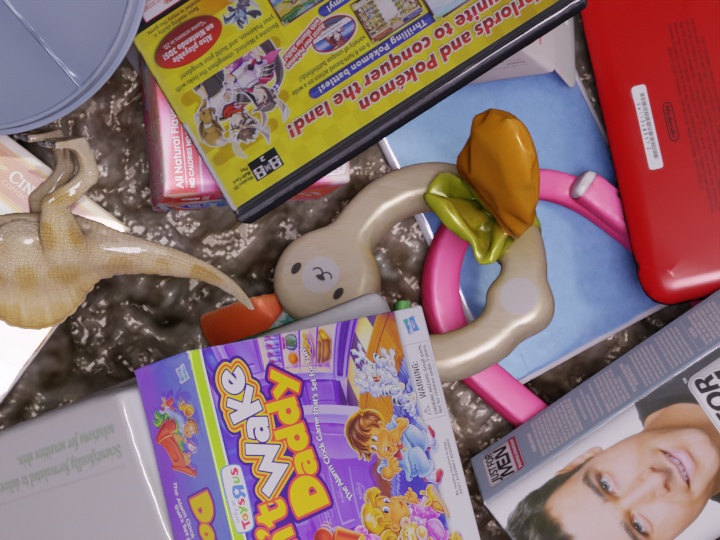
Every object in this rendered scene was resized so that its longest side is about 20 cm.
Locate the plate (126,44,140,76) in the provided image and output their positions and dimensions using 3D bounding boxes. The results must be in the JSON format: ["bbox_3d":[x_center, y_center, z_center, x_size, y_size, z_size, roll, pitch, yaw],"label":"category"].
[{"bbox_3d":[-0.084,-0.218,1.003,0.200,0.032,0.200,-39,94,-11],"label":"plate"}]

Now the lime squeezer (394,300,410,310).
[{"bbox_3d":[0.049,0.119,1.007,0.070,0.038,0.201,-30,92,-12],"label":"lime squeezer"}]

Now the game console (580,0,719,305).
[{"bbox_3d":[0.232,-0.085,1.038,0.171,0.119,0.202,-13,79,9],"label":"game console"}]

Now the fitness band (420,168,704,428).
[{"bbox_3d":[0.129,0.030,1.016,0.200,0.037,0.144,39,80,-6],"label":"fitness band"}]

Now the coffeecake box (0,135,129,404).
[{"bbox_3d":[-0.244,0.013,0.934,0.153,0.073,0.201,37,80,-7],"label":"coffeecake box"}]

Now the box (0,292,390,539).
[{"bbox_3d":[-0.071,0.144,0.873,0.171,0.198,0.201,-22,91,-41],"label":"box"}]

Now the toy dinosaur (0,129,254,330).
[{"bbox_3d":[-0.157,-0.019,0.900,0.198,0.058,0.102,-4,102,-5],"label":"toy dinosaur"}]

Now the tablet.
[{"bbox_3d":[0.094,-0.045,1.038,0.130,0.014,0.201,-27,93,-12],"label":"tablet"}]

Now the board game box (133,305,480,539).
[{"bbox_3d":[-0.010,0.126,0.766,0.134,0.045,0.201,-10,83,-41],"label":"board game box"}]

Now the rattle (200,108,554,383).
[{"bbox_3d":[0.000,0.000,0.927,0.198,0.143,0.131,-10,85,4],"label":"rattle"}]

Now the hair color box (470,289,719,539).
[{"bbox_3d":[0.171,0.096,0.965,0.199,0.061,0.099,-35,108,9],"label":"hair color box"}]

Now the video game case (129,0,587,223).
[{"bbox_3d":[-0.020,-0.152,0.856,0.199,0.025,0.181,-32,84,7],"label":"video game case"}]

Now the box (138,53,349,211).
[{"bbox_3d":[-0.070,-0.137,0.937,0.102,0.095,0.202,-4,88,-10],"label":"box"}]

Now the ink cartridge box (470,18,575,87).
[{"bbox_3d":[0.055,-0.175,0.970,0.067,0.200,0.117,-6,75,28],"label":"ink cartridge box"}]

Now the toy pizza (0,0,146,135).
[{"bbox_3d":[-0.193,-0.165,0.857,0.199,0.032,0.202,5,112,12],"label":"toy pizza"}]

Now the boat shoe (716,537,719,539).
[{"bbox_3d":[0.242,0.148,1.028,0.071,0.068,0.202,-7,88,-12],"label":"boat shoe"}]
